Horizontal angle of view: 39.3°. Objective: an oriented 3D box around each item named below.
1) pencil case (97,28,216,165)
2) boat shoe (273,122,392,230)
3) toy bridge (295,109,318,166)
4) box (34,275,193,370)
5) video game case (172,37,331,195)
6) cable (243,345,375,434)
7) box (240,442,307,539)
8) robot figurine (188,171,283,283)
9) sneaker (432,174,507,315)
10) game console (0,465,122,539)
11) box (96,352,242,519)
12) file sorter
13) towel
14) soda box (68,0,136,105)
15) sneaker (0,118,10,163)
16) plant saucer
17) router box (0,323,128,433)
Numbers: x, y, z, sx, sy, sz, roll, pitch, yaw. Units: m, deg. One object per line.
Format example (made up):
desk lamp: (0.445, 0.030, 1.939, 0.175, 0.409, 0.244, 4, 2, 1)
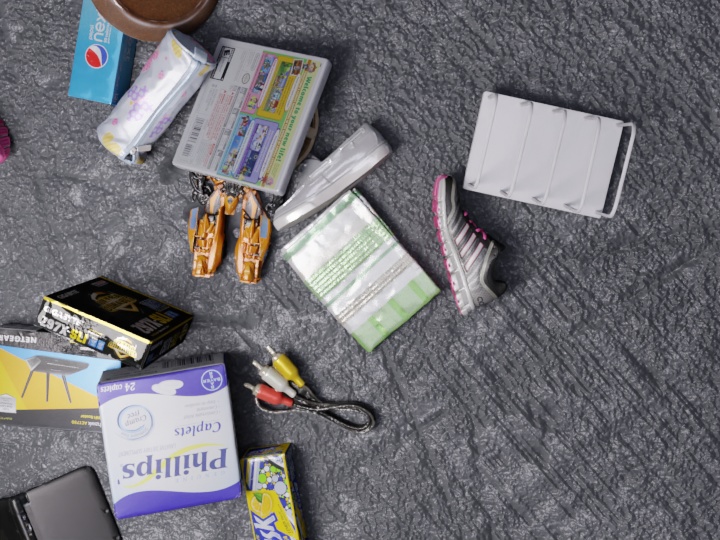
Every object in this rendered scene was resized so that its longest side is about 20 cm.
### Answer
pencil case: (-0.290, -0.244, 1.430, 0.083, 0.091, 0.200, 34, 106, -23)
boat shoe: (-0.051, -0.135, 1.434, 0.200, 0.072, 0.069, -37, 87, 9)
toy bridge: (-0.094, -0.205, 1.435, 0.067, 0.027, 0.200, 22, 82, -36)
box: (-0.341, 0.070, 1.423, 0.159, 0.200, 0.049, 24, 100, 4)
video game case: (-0.153, -0.218, 1.410, 0.182, 0.022, 0.200, 16, 82, 24)
cable: (-0.079, 0.198, 1.481, 0.200, 0.050, 0.097, 33, 99, 4)
box: (-0.123, 0.364, 1.497, 0.070, 0.064, 0.200, -9, 94, 7)
robot figurine: (-0.184, -0.085, 1.460, 0.145, 0.058, 0.200, 6, 97, 4)
sneaker: (0.156, -0.042, 1.421, 0.087, 0.074, 0.200, -14, 93, 1)
game console: (-0.475, 0.425, 1.567, 0.176, 0.116, 0.200, -19, 93, 38)
box: (-0.272, 0.235, 1.456, 0.184, 0.105, 0.200, -8, 97, -9)
file sorter: (0.255, -0.154, 1.361, 0.200, 0.125, 0.139, 12, 98, -1)
towel: (0.000, 0.000, 1.467, 0.149, 0.031, 0.200, -40, 92, 11)
soda box: (-0.363, -0.342, 1.451, 0.068, 0.064, 0.200, 12, 96, 5)
sneaker: (-0.602, -0.220, 1.489, 0.200, 0.081, 0.088, 44, 100, 9)
plant saucer: (-0.284, -0.421, 1.403, 0.200, 0.034, 0.201, -5, 102, -21)
router box: (-0.451, 0.162, 1.518, 0.200, 0.051, 0.150, 3, 96, 5)
